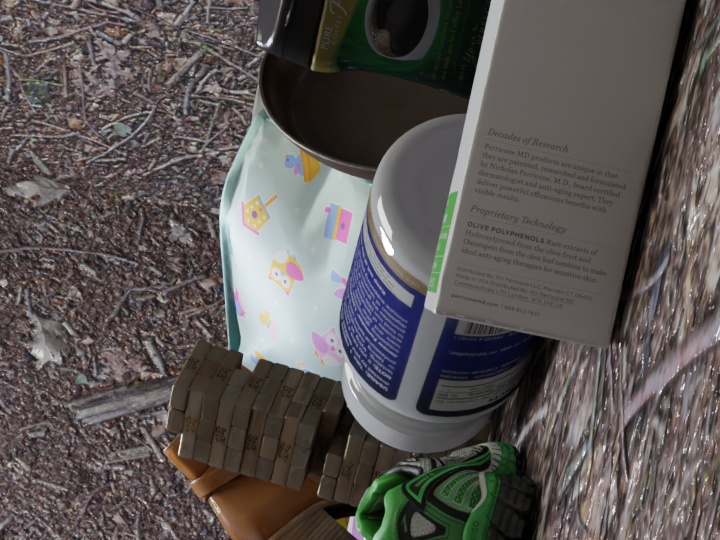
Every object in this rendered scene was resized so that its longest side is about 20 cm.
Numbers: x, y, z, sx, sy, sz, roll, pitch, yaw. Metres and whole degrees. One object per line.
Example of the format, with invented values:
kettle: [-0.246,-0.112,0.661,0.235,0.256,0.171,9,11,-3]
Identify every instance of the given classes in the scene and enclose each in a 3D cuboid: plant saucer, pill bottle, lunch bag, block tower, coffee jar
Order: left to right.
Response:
block tower: [-0.016,0.103,1.456,0.058,0.199,0.054,-65,-10,-55]
lunch bag: [0.000,0.000,1.516,0.122,0.170,0.201,-30,-40,-33]
plant saucer: [0.037,-0.114,1.468,0.201,0.199,0.032,-79,-11,-47]
coffee jar: [0.042,-0.155,1.380,0.085,0.199,0.105,-81,5,-68]
pill bottle: [0.049,0.014,1.322,0.200,0.115,0.116,106,176,-56]

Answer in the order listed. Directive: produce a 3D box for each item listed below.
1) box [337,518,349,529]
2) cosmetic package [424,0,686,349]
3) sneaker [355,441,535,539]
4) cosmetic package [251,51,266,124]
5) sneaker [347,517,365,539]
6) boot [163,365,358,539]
box: [-0.063,0.368,2.330,0.201,0.121,0.193,-78,1,-45]
cosmetic package: [0.091,-0.070,1.079,0.108,0.084,0.201,120,161,-89]
sneaker: [0.041,0.123,1.266,0.200,0.085,0.078,116,166,-86]
cosmetic package: [0.032,-0.139,1.662,0.087,0.199,0.104,110,171,-69]
sneaker: [0.036,0.127,1.827,0.114,0.072,0.201,110,164,-60]
boot: [-0.031,0.119,1.701,0.200,0.155,0.074,-44,-7,-37]
